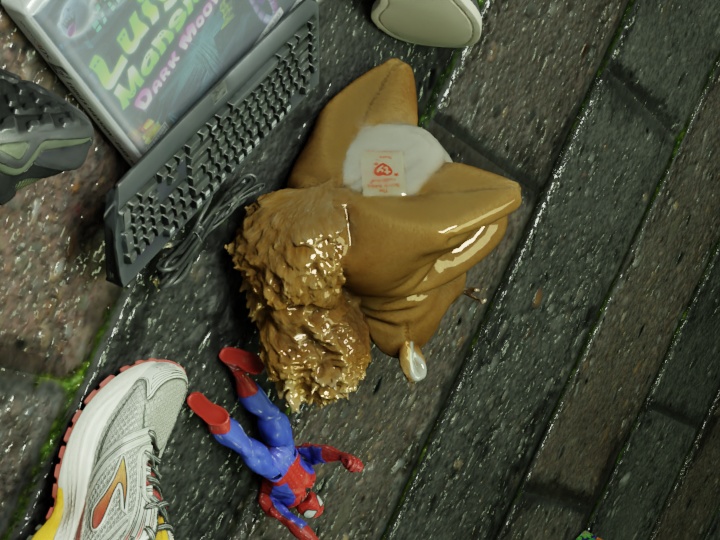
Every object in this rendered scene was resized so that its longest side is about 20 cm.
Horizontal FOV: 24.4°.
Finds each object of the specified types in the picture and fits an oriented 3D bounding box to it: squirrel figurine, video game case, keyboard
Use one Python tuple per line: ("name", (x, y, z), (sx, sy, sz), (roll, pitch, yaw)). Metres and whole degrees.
("squirrel figurine", (0.000, 0.000, 1.097), (0.200, 0.142, 0.187), (-35, 152, -23))
("video game case", (-0.090, -0.166, 0.896), (0.200, 0.023, 0.182), (-57, 150, -15))
("keyboard", (-0.081, -0.060, 0.960), (0.200, 0.021, 0.127), (-49, 160, -34))

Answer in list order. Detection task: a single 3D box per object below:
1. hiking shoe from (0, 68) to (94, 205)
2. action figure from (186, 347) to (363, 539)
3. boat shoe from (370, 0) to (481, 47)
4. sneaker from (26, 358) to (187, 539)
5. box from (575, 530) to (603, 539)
("hiking shoe", (-0.212, -0.033, 0.757), (0.200, 0.076, 0.101), (-17, 135, -43))
("action figure", (-0.042, 0.136, 1.142), (0.065, 0.099, 0.200), (-54, 152, -18))
("boat shoe", (0.037, -0.194, 1.037), (0.200, 0.073, 0.063), (43, 54, -70))
("sneaker", (-0.137, 0.146, 0.974), (0.078, 0.082, 0.200), (65, 37, -57))
("box", (0.262, 0.414, 1.766), (0.200, 0.192, 0.122), (-37, 141, -42))
